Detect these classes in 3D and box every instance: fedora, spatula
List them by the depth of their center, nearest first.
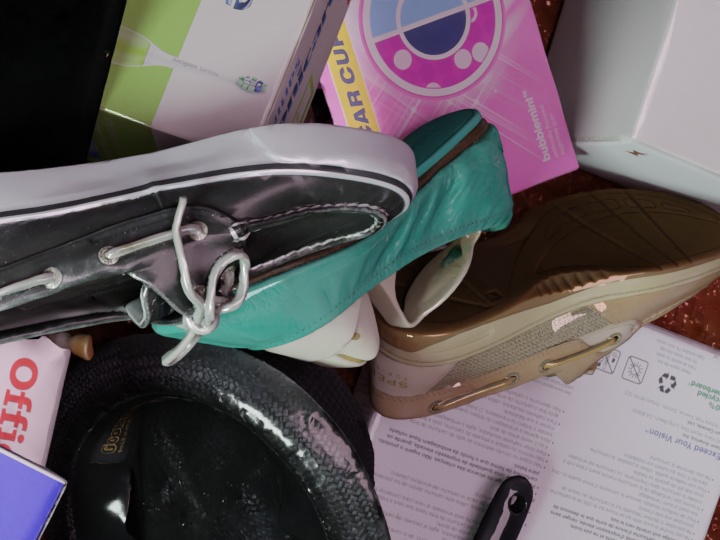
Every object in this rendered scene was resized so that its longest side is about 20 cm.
[{"bbox_3d":[-0.050,0.100,0.948,0.201,0.200,0.092,61,39,-15],"label":"fedora"},{"bbox_3d":[0.038,0.190,1.005,0.056,0.021,0.200,23,85,-27],"label":"spatula"}]

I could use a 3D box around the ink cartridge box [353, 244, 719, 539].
[{"bbox_3d":[0.080,0.109,1.048,0.196,0.043,0.201,21,88,-22],"label":"ink cartridge box"}]

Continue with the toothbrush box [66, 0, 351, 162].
[{"bbox_3d":[-0.108,-0.128,0.873,0.199,0.086,0.146,18,76,7],"label":"toothbrush box"}]

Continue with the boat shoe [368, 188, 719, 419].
[{"bbox_3d":[0.089,0.017,0.992,0.200,0.072,0.065,-18,131,-27],"label":"boat shoe"}]

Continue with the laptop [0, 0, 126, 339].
[{"bbox_3d":[-0.207,-0.093,0.823,0.199,0.116,0.188,9,112,-21],"label":"laptop"}]

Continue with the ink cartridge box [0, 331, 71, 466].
[{"bbox_3d":[-0.235,0.073,0.889,0.199,0.084,0.145,13,89,-23],"label":"ink cartridge box"}]

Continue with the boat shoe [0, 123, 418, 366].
[{"bbox_3d":[-0.072,-0.006,0.787,0.199,0.074,0.068,-7,66,-15],"label":"boat shoe"}]

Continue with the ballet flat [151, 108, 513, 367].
[{"bbox_3d":[0.000,0.000,0.894,0.200,0.067,0.071,-34,106,-39],"label":"ballet flat"}]

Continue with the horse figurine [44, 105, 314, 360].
[{"bbox_3d":[-0.108,-0.021,0.925,0.200,0.132,0.050,-31,125,-39],"label":"horse figurine"}]

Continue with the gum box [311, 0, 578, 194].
[{"bbox_3d":[0.013,-0.122,0.989,0.113,0.066,0.201,-22,101,-22],"label":"gum box"}]

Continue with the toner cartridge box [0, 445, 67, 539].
[{"bbox_3d":[-0.215,0.049,0.798,0.200,0.095,0.043,30,82,-22],"label":"toner cartridge box"}]

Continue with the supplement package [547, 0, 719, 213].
[{"bbox_3d":[0.178,-0.135,1.030,0.117,0.117,0.201,21,85,-23],"label":"supplement package"}]
